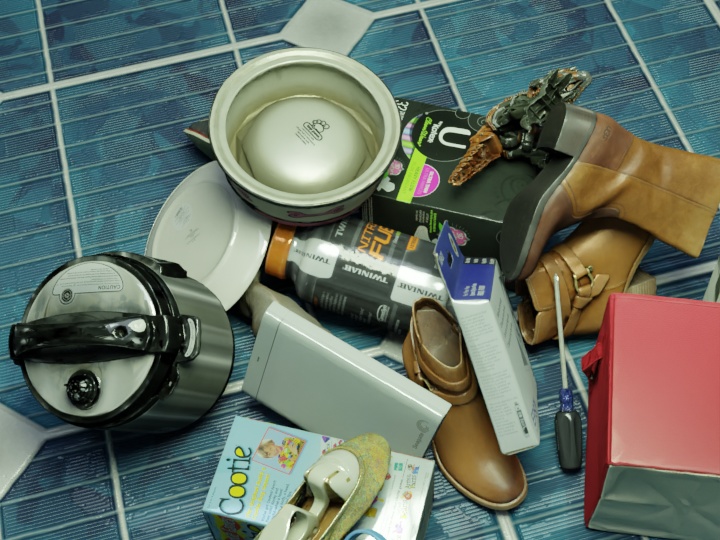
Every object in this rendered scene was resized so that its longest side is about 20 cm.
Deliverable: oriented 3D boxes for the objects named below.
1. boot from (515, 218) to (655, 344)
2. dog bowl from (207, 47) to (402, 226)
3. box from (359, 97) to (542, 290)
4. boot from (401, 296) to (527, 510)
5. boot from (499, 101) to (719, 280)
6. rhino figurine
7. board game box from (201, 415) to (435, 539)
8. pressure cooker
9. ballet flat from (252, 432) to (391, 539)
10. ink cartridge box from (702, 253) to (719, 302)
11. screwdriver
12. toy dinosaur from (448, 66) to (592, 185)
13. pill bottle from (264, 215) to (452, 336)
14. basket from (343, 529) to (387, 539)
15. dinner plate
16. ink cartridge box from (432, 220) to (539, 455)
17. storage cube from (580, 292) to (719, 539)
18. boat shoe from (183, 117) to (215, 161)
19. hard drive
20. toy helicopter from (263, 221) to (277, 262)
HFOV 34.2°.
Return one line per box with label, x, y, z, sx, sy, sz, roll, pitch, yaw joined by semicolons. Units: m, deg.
boot;0.232;-0.022;1.232;0.155;0.200;0.074;-16;18;-17
dog bowl;-0.059;-0.134;1.234;0.200;0.074;0.200;1;61;-2
box;0.113;-0.086;1.323;0.200;0.124;0.149;14;57;11
boot;0.099;0.132;1.160;0.074;0.155;0.200;-29;60;-16
boot;0.253;-0.053;1.179;0.200;0.068;0.188;19;91;-18
rhino figurine;-0.085;0.061;1.255;0.060;0.087;0.200;-34;54;-22
board game box;-0.036;0.228;1.133;0.200;0.103;0.105;12;59;10
pressure cooker;-0.234;0.074;1.161;0.176;0.200;0.179;-47;69;8
ballet flat;-0.042;0.213;1.037;0.071;0.071;0.200;30;65;20
ink cartridge box;0.440;0.021;1.192;0.147;0.200;0.083;-2;56;1
screwdriver;0.206;0.104;1.188;0.028;0.029;0.200;-5;95;23
toy dinosaur;0.178;-0.148;1.241;0.200;0.102;0.136;-57;28;-10
pill bottle;0.000;0.000;1.266;0.200;0.106;0.106;18;58;3
basket;0.000;0.350;1.014;0.176;0.139;0.200;43;100;25
dinner plate;-0.178;-0.035;1.295;0.200;0.024;0.200;-19;58;34
ink cartridge box;0.127;0.053;1.142;0.041;0.200;0.200;-19;100;11
storage cube;0.313;0.147;1.132;0.200;0.171;0.180;5;58;5
boat shoe;-0.144;-0.157;1.370;0.063;0.071;0.200;-57;31;-10
hard drive;-0.019;0.127;1.164;0.200;0.132;0.027;30;46;9
toy helicopter;-0.119;-0.040;1.347;0.200;0.079;0.132;-22;67;1
